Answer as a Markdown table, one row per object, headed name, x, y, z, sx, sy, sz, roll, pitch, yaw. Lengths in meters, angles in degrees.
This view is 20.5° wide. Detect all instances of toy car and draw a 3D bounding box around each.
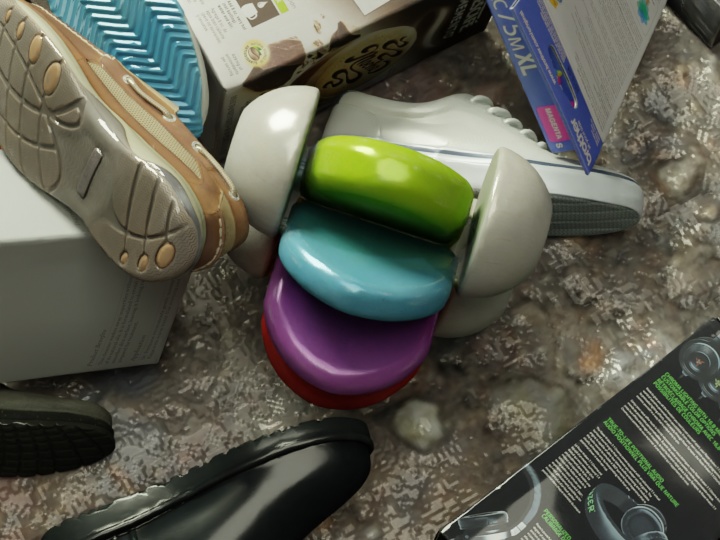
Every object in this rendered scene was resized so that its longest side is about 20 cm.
| name | x | y | z | sx | sy | sz | roll | pitch | yaw |
| --- | --- | --- | --- | --- | --- | --- | --- | --- | --- |
| toy car | 0.000 | 0.000 | 1.096 | 0.175 | 0.200 | 0.150 | 18 | 73 | -2 |

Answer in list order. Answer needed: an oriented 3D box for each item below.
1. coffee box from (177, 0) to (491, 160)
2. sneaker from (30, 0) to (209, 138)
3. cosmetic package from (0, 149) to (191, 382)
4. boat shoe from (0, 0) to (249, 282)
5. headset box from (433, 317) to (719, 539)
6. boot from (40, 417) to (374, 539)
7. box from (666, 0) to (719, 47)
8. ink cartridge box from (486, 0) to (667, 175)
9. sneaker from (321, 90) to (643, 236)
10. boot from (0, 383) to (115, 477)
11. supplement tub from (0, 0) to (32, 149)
| name | x | y | z | sx | sy | sz | roll | pitch | yaw |
| --- | --- | --- | --- | --- | --- | --- | --- | --- | --- |
| coffee box | -0.016 | -0.157 | 1.197 | 0.200 | 0.113 | 0.080 | -27 | 78 | -15 |
| sneaker | -0.145 | -0.152 | 1.138 | 0.076 | 0.081 | 0.200 | -34 | 78 | 6 |
| cosmetic package | -0.196 | -0.002 | 1.084 | 0.200 | 0.113 | 0.081 | -3 | 43 | -35 |
| boat shoe | -0.133 | -0.070 | 1.060 | 0.072 | 0.076 | 0.200 | -10 | 53 | -49 |
| headset box | 0.138 | 0.134 | 1.058 | 0.200 | 0.174 | 0.093 | -36 | 74 | -15 |
| boot | -0.061 | 0.188 | 1.077 | 0.200 | 0.076 | 0.168 | -22 | 67 | -4 |
| box | 0.251 | -0.262 | 1.294 | 0.200 | 0.050 | 0.158 | -37 | 74 | -16 |
| ink cartridge box | 0.126 | -0.156 | 1.174 | 0.042 | 0.119 | 0.200 | -9 | 34 | 29 |
| sneaker | 0.073 | -0.070 | 1.194 | 0.200 | 0.073 | 0.071 | 10 | 71 | 2 |
| boot | -0.236 | 0.044 | 1.140 | 0.200 | 0.068 | 0.131 | 4 | 59 | -5 |
| supplement tub | -0.276 | -0.151 | 1.184 | 0.200 | 0.123 | 0.123 | 36 | 70 | 11 |
